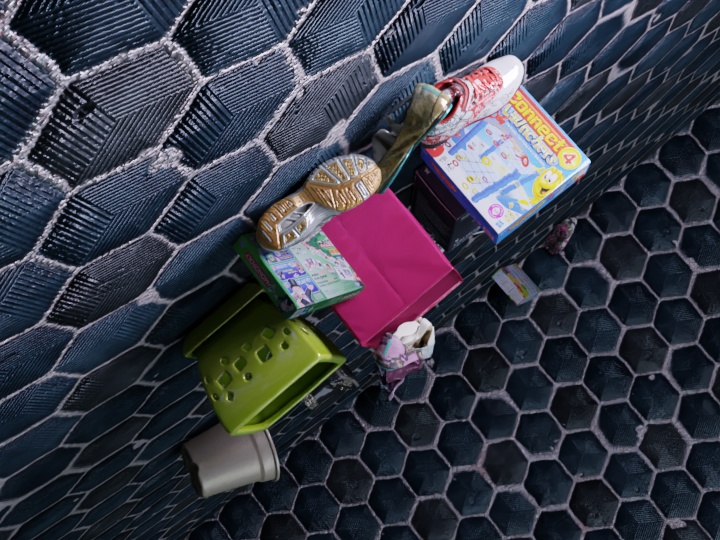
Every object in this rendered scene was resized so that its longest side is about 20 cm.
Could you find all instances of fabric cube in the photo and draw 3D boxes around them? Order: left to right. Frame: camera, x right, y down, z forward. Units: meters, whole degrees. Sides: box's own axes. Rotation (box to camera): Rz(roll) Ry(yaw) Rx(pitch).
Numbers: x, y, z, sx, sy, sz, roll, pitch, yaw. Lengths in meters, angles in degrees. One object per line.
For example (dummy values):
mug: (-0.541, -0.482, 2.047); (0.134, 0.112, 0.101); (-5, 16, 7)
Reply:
fabric cube: (0.029, -0.005, 1.582); (0.200, 0.200, 0.196); (-39, 169, 3)

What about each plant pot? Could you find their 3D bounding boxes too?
plant pot: (-0.314, 0.435, 2.229); (0.183, 0.201, 0.201); (-20, 161, -24)
plant pot: (-0.165, 0.137, 1.568); (0.200, 0.182, 0.199); (-39, 167, 4)

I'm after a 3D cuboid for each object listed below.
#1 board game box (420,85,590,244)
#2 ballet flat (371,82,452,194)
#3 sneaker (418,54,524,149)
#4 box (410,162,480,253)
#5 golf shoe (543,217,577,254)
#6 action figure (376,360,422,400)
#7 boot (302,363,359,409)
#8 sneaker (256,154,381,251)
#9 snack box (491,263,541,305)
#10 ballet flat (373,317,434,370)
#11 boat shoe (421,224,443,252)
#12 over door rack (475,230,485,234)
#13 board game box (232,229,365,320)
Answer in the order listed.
board game box: (0.234, -0.182, 1.550); (0.195, 0.200, 0.056); (-38, 166, -7)
ballet flat: (0.054, -0.187, 1.328); (0.071, 0.071, 0.200); (-28, 165, -42)
sneaker: (0.162, -0.257, 1.381); (0.201, 0.067, 0.108); (-36, 170, -3)
box: (0.205, -0.160, 1.729); (0.200, 0.124, 0.197); (-37, 165, -9)
golf shoe: (0.745, -0.126, 3.513); (0.092, 0.073, 0.200); (-35, 167, -24)
action figure: (0.157, 0.338, 3.315); (0.199, 0.149, 0.134); (-18, 154, -22)
boot: (-0.090, 0.337, 2.747); (0.153, 0.074, 0.204); (-37, 161, 1)
sneaker: (-0.064, -0.096, 1.332); (0.199, 0.076, 0.088); (-31, 180, -12)
snack box: (0.567, 0.049, 3.453); (0.053, 0.142, 0.200); (-45, 166, 23)
ballet flat: (0.084, 0.115, 1.579); (0.071, 0.069, 0.200); (-64, 160, 16)
boat shoe: (0.147, -0.089, 1.952); (0.092, 0.075, 0.200); (-16, 147, -46)
over door rack: (0.264, -0.127, 2.098); (0.199, 0.067, 0.148); (-1, 146, -36)
board game box: (-0.086, -0.005, 1.403); (0.029, 0.135, 0.200); (-45, 166, 27)
